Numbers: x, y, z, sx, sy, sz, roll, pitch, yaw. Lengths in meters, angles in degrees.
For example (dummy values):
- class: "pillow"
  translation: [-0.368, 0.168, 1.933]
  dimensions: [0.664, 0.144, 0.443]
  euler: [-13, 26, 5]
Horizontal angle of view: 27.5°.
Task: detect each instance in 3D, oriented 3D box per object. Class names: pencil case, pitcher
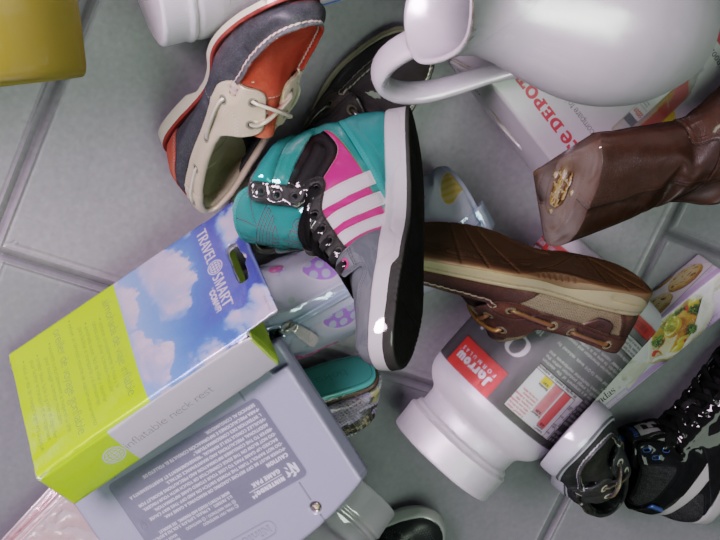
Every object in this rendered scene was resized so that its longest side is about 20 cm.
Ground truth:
- class: "pencil case"
  translation: [0.000, 0.000, 1.080]
  dimensions: [0.199, 0.091, 0.083]
  euler: [-28, 90, -9]
- class: "pitcher"
  translation: [0.118, -0.158, 0.963]
  dimensions: [0.199, 0.122, 0.172]
  euler: [1, 155, -27]

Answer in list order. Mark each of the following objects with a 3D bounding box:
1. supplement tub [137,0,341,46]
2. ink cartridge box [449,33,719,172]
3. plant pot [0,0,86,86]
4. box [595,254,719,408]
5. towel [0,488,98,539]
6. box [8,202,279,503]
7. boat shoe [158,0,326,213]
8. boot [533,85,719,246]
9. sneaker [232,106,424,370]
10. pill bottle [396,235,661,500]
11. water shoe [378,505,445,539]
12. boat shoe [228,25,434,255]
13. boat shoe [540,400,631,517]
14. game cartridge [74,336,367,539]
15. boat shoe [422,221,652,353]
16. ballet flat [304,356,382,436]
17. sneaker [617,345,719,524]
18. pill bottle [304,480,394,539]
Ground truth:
- class: "supplement tub"
  translation: [-0.051, -0.231, 0.946]
  dimensions: [0.199, 0.132, 0.132]
  euler: [-17, 116, -11]
- class: "ink cartridge box"
  translation: [0.189, -0.165, 1.085]
  dimensions: [0.200, 0.083, 0.145]
  euler: [-42, 118, 1]
- class: "plant pot"
  translation: [-0.272, -0.197, 0.858]
  dimensions: [0.200, 0.201, 0.190]
  euler: [-8, 97, -17]
- class: "box"
  translation: [0.222, 0.067, 1.215]
  dimensions: [0.200, 0.041, 0.039]
  euler: [-38, 117, -1]
- class: "towel"
  translation: [-0.203, 0.258, 1.141]
  dimensions: [0.191, 0.032, 0.200]
  euler: [-44, 122, 1]
- class: "box"
  translation: [-0.144, 0.055, 1.014]
  dimensions: [0.200, 0.122, 0.048]
  euler: [-34, 136, 7]
- class: "boat shoe"
  translation: [-0.074, -0.110, 0.963]
  dimensions: [0.071, 0.063, 0.200]
  euler: [-8, 157, -36]
- class: "boot"
  translation: [0.221, -0.101, 1.018]
  dimensions: [0.199, 0.064, 0.187]
  euler: [-11, 136, -31]
- class: "sneaker"
  translation: [-0.023, -0.021, 0.955]
  dimensions: [0.120, 0.201, 0.084]
  euler: [-6, 141, 11]
- class: "pill bottle"
  translation: [0.128, 0.074, 1.141]
  dimensions: [0.116, 0.116, 0.200]
  euler: [40, 94, -28]
- class: "water shoe"
  translation: [-0.002, 0.276, 1.196]
  dimensions: [0.200, 0.079, 0.072]
  euler: [-39, 119, -1]
- class: "boat shoe"
  translation: [-0.013, -0.086, 1.054]
  dimensions: [0.201, 0.066, 0.072]
  euler: [-47, 118, 2]
- class: "boat shoe"
  translation: [0.187, 0.154, 1.163]
  dimensions: [0.069, 0.057, 0.200]
  euler: [-47, 162, -6]
- class: "game cartridge"
  translation: [-0.101, 0.149, 1.042]
  dimensions: [0.200, 0.040, 0.134]
  euler: [-31, 93, 18]
- class: "boat shoe"
  translation: [0.106, 0.020, 1.036]
  dimensions: [0.199, 0.072, 0.072]
  euler: [11, 114, -21]
- class: "ballet flat"
  translation: [-0.079, 0.116, 1.113]
  dimensions: [0.199, 0.072, 0.072]
  euler: [-8, 113, -15]
- class: "sneaker"
  translation: [0.280, 0.124, 1.239]
  dimensions: [0.111, 0.073, 0.201]
  euler: [10, 109, -24]
- class: "pill bottle"
  translation: [-0.064, 0.241, 1.116]
  dimensions: [0.111, 0.111, 0.200]
  euler: [45, 74, -28]
